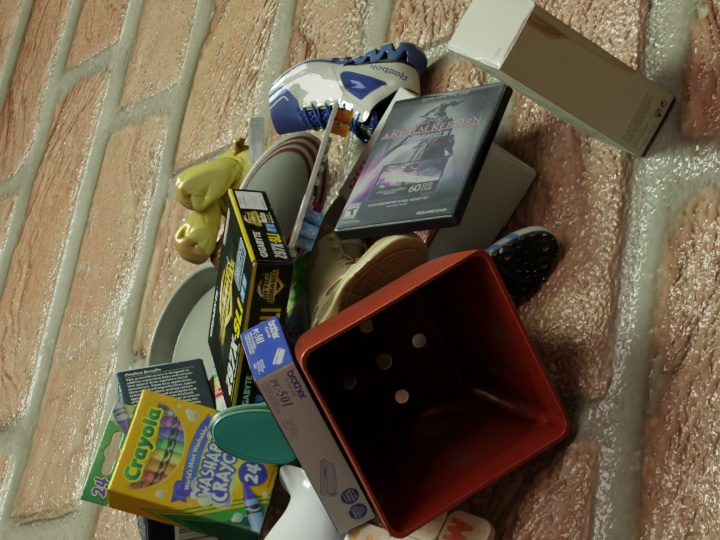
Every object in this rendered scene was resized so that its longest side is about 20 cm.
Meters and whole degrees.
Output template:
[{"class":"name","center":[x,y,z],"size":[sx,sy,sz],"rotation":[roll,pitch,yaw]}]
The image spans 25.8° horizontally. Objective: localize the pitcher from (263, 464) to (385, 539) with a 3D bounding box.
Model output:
[{"class":"pitcher","center":[-0.031,0.293,1.596],"size":[0.171,0.121,0.201],"rotation":[-15,44,34]}]

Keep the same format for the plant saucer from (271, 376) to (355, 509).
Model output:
[{"class":"plant saucer","center":[-0.068,0.172,1.793],"size":[0.200,0.029,0.201],"rotation":[-32,46,40]}]

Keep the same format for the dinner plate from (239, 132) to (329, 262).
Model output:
[{"class":"dinner plate","center":[-0.104,-0.072,1.860],"size":[0.024,0.200,0.201],"rotation":[24,88,27]}]

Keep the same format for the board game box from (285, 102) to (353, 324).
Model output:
[{"class":"board game box","center":[-0.059,-0.053,1.756],"size":[0.200,0.026,0.201],"rotation":[111,175,-49]}]

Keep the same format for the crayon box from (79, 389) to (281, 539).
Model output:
[{"class":"crayon box","center":[-0.188,0.208,1.690],"size":[0.052,0.199,0.126],"rotation":[102,-177,-57]}]

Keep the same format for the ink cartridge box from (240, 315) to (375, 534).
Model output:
[{"class":"ink cartridge box","center":[-0.050,0.150,1.526],"size":[0.044,0.201,0.094],"rotation":[-26,29,0]}]

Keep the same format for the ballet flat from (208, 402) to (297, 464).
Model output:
[{"class":"ballet flat","center":[-0.060,0.167,1.670],"size":[0.070,0.199,0.068],"rotation":[-94,5,-75]}]

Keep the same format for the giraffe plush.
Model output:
[{"class":"giraffe plush","center":[-0.154,-0.102,1.998],"size":[0.162,0.172,0.201],"rotation":[-132,59,-77]}]

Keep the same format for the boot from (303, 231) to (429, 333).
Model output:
[{"class":"boot","center":[0.000,0.000,1.664],"size":[0.200,0.073,0.156],"rotation":[-56,22,32]}]

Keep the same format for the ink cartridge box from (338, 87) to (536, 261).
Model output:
[{"class":"ink cartridge box","center":[0.079,-0.095,1.717],"size":[0.145,0.084,0.200],"rotation":[-59,34,8]}]

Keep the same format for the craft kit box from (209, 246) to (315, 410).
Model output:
[{"class":"craft kit box","center":[-0.084,0.082,1.807],"size":[0.197,0.049,0.200],"rotation":[-35,34,15]}]

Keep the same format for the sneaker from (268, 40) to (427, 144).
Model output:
[{"class":"sneaker","center":[-0.013,-0.194,1.856],"size":[0.198,0.081,0.116],"rotation":[-16,48,12]}]

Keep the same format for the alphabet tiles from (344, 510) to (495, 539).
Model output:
[{"class":"alphabet tiles","center":[0.046,0.312,1.476],"size":[0.195,0.015,0.201],"rotation":[14,67,35]}]

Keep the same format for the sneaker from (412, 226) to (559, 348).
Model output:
[{"class":"sneaker","center":[0.118,0.012,1.610],"size":[0.200,0.072,0.073],"rotation":[-39,32,27]}]

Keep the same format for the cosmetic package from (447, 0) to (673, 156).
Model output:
[{"class":"cosmetic package","center":[0.194,-0.192,1.519],"size":[0.071,0.199,0.105],"rotation":[-61,34,4]}]

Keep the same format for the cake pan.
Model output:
[{"class":"cake pan","center":[-0.206,0.088,2.026],"size":[0.200,0.037,0.201],"rotation":[-32,46,39]}]

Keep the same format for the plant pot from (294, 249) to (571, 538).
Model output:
[{"class":"plant pot","center":[0.048,0.101,1.501],"size":[0.199,0.200,0.176],"rotation":[-30,15,-10]}]

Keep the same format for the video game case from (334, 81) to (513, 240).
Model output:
[{"class":"video game case","center":[0.066,-0.114,1.620],"size":[0.142,0.019,0.201],"rotation":[-6,44,34]}]

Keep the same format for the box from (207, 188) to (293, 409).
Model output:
[{"class":"box","center":[-0.122,0.037,1.710],"size":[0.160,0.049,0.201],"rotation":[-117,32,-55]}]

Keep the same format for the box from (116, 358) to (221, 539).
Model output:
[{"class":"box","center":[-0.214,0.226,1.828],"size":[0.200,0.106,0.149],"rotation":[-114,21,-50]}]
